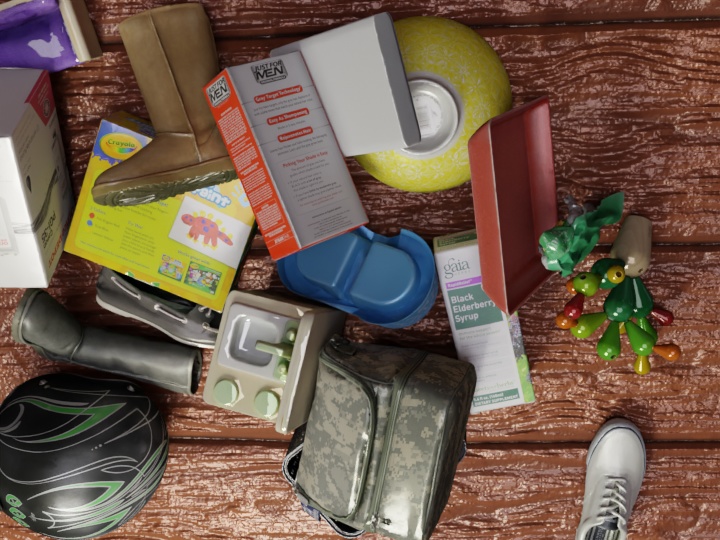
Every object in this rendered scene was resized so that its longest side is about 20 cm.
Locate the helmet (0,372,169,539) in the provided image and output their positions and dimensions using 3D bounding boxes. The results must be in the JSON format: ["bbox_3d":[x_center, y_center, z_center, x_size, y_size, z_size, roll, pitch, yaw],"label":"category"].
[{"bbox_3d":[-0.331,0.224,1.210,0.190,0.200,0.201,7,107,12],"label":"helmet"}]

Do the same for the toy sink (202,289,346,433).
[{"bbox_3d":[-0.098,0.094,1.126,0.112,0.200,0.131,14,92,9],"label":"toy sink"}]

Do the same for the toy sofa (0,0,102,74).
[{"bbox_3d":[-0.402,-0.248,1.130,0.199,0.098,0.083,-15,104,9],"label":"toy sofa"}]

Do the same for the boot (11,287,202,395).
[{"bbox_3d":[-0.292,0.090,1.191,0.199,0.182,0.073,19,75,7],"label":"boot"}]

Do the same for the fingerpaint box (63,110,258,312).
[{"bbox_3d":[-0.220,-0.070,1.174,0.199,0.073,0.167,21,107,-1],"label":"fingerpaint box"}]

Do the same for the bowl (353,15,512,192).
[{"bbox_3d":[0.067,-0.173,1.098,0.199,0.108,0.201,2,107,5],"label":"bowl"}]

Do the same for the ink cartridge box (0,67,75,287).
[{"bbox_3d":[-0.383,-0.101,1.113,0.082,0.147,0.201,1,129,1],"label":"ink cartridge box"}]

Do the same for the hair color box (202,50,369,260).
[{"bbox_3d":[-0.079,-0.123,1.076,0.061,0.101,0.201,-20,92,53],"label":"hair color box"}]

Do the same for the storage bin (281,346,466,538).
[{"bbox_3d":[0.019,0.207,1.220,0.200,0.094,0.135,-40,99,15],"label":"storage bin"}]

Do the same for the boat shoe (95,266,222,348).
[{"bbox_3d":[-0.223,0.039,1.207,0.199,0.067,0.057,18,122,3],"label":"boat shoe"}]

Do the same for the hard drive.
[{"bbox_3d":[-0.020,-0.188,1.072,0.027,0.200,0.132,-22,103,-32],"label":"hard drive"}]

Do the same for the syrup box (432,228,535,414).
[{"bbox_3d":[0.142,0.055,1.169,0.078,0.081,0.201,-12,105,7],"label":"syrup box"}]

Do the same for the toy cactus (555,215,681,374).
[{"bbox_3d":[0.297,0.019,1.120,0.200,0.102,0.166,26,74,-37],"label":"toy cactus"}]

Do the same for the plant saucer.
[{"bbox_3d":[0.165,-0.075,1.078,0.037,0.200,0.201,-1,106,27],"label":"plant saucer"}]

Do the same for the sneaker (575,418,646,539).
[{"bbox_3d":[0.306,0.280,1.222,0.073,0.071,0.201,6,107,4],"label":"sneaker"}]

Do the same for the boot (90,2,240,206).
[{"bbox_3d":[-0.227,-0.179,1.094,0.174,0.066,0.201,-14,80,-22],"label":"boot"}]

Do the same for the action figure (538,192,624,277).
[{"bbox_3d":[0.224,-0.037,1.072,0.055,0.200,0.118,32,106,16],"label":"action figure"}]

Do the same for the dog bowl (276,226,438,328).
[{"bbox_3d":[0.000,0.000,1.140,0.199,0.050,0.112,20,78,28],"label":"dog bowl"}]

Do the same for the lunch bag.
[{"bbox_3d":[0.020,0.182,1.099,0.167,0.139,0.201,15,108,16],"label":"lunch bag"}]
